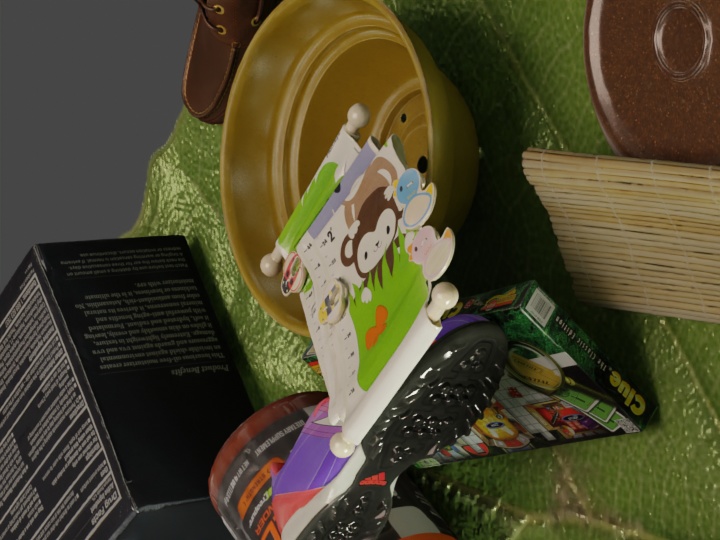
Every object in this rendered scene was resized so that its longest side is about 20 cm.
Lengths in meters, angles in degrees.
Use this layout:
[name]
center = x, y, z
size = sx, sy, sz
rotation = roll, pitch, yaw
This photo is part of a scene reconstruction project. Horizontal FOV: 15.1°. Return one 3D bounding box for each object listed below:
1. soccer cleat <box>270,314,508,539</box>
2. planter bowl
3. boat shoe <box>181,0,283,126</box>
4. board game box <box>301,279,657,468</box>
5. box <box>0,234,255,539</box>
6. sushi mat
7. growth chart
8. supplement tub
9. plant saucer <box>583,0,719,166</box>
[soccer cleat]
center = 0.008, 0.079, 1.467
size = 0.200, 0.068, 0.073
rotation = -54, 45, 37
[planter bowl]
center = 0.009, -0.062, 1.555
size = 0.200, 0.083, 0.201
rotation = -2, 87, 52
[boat shoe]
center = -0.076, -0.177, 1.675
size = 0.072, 0.067, 0.200
rotation = 53, 132, 36
[board game box]
center = 0.062, 0.060, 1.500
size = 0.105, 0.023, 0.200
rotation = 46, 148, -19
[box]
center = -0.168, 0.115, 1.781
size = 0.200, 0.123, 0.199
rotation = -50, 54, 45
[sushi mat]
center = 0.162, -0.014, 1.374
size = 0.200, 0.012, 0.096
rotation = 9, 131, 53
[growth chart]
center = 0.000, 0.000, 1.447
size = 0.145, 0.018, 0.200
rotation = -62, 28, 27
[supplement tub]
center = 0.001, 0.168, 1.576
size = 0.200, 0.107, 0.107
rotation = 50, 130, 38
[plant saucer]
center = 0.173, -0.117, 1.376
size = 0.200, 0.037, 0.201
rotation = 8, 100, 52
